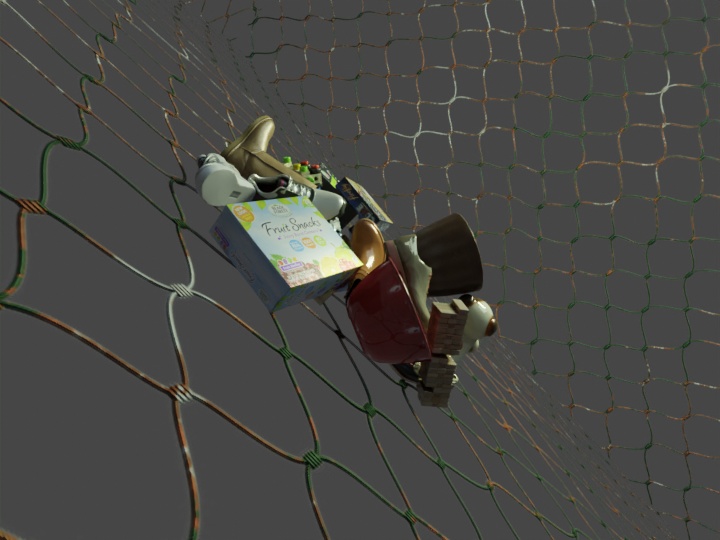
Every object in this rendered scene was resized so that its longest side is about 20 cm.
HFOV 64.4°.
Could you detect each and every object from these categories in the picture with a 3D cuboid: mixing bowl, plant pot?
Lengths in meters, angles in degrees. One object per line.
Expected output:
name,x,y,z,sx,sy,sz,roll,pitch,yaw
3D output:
mixing bowl,0.040,0.088,1.027,0.200,0.108,0.201,158,-90,-88
plant pot,0.149,-0.013,1.300,0.187,0.199,0.188,163,-90,-83

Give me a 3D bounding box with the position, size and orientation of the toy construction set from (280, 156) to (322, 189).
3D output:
toy construction set,-0.164,-0.207,1.323,0.131,0.093,0.200,-13,38,-25

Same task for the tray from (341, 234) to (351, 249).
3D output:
tray,-0.002,-0.017,1.353,0.099,0.037,0.200,46,3,-20

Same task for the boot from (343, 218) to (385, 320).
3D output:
boot,0.000,0.000,1.164,0.076,0.201,0.155,6,11,11

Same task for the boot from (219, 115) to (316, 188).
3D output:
boot,-0.179,-0.226,1.241,0.200,0.175,0.066,34,-26,7

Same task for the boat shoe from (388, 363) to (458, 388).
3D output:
boat shoe,0.116,0.193,1.143,0.200,0.063,0.071,39,15,-29

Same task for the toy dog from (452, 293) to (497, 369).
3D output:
toy dog,0.216,0.142,1.328,0.140,0.200,0.194,48,11,14

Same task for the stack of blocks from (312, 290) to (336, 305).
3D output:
stack of blocks,-0.118,-0.036,1.081,0.200,0.059,0.115,45,11,-6

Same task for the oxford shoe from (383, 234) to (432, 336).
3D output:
oxford shoe,0.111,0.028,1.101,0.071,0.074,0.201,-140,-151,-82

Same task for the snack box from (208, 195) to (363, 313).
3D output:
snack box,-0.114,-0.035,0.923,0.169,0.068,0.200,51,30,15

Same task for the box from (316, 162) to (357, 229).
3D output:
box,-0.096,-0.179,1.494,0.149,0.124,0.200,44,11,-14

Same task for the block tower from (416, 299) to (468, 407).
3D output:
block tower,0.150,0.154,1.068,0.057,0.201,0.054,7,18,-11

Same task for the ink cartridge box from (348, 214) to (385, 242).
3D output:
ink cartridge box,0.041,-0.026,1.482,0.200,0.041,0.200,50,-15,18

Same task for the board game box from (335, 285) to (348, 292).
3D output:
board game box,-0.089,-0.039,1.254,0.200,0.037,0.151,48,11,10

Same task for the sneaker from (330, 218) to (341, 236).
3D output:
sneaker,-0.082,-0.101,1.247,0.086,0.077,0.200,47,21,-17

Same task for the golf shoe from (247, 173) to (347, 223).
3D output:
golf shoe,-0.127,-0.140,1.118,0.088,0.199,0.078,85,11,-59

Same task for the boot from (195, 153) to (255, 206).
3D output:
boot,-0.262,-0.167,1.013,0.096,0.074,0.200,42,2,8

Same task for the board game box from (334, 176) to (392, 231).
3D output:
board game box,0.013,-0.162,1.434,0.136,0.035,0.200,50,10,6
